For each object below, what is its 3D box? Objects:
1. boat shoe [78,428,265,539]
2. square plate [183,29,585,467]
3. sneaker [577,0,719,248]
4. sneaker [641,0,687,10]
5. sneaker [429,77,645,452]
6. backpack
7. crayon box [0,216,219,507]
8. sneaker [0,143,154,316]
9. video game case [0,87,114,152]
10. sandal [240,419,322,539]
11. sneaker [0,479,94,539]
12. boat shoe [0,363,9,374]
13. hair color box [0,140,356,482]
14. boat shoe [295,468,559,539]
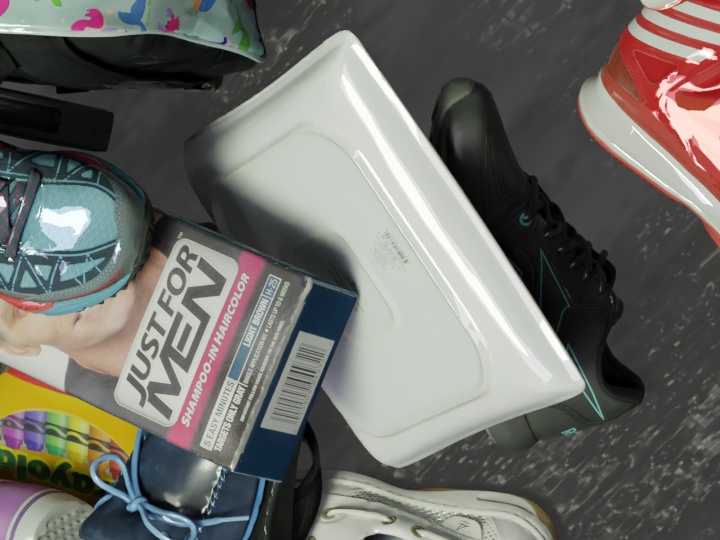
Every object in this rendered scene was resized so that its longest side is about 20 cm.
[{"bbox_3d":[-0.105,0.143,1.516,0.084,0.068,0.201,23,98,36],"label":"boat shoe"},{"bbox_3d":[0.000,0.000,1.448,0.201,0.028,0.198,56,151,-3],"label":"square plate"},{"bbox_3d":[0.202,-0.060,1.357,0.199,0.078,0.116,33,126,3],"label":"sneaker"},{"bbox_3d":[0.169,-0.150,1.317,0.199,0.070,0.094,24,110,17],"label":"sneaker"},{"bbox_3d":[0.083,-0.007,1.451,0.079,0.076,0.201,-7,122,16],"label":"sneaker"},{"bbox_3d":[-0.145,-0.151,1.392,0.177,0.200,0.152,3,97,24],"label":"backpack"},{"bbox_3d":[-0.144,0.058,1.591,0.126,0.051,0.201,15,122,16],"label":"crayon box"},{"bbox_3d":[-0.194,-0.029,1.405,0.199,0.095,0.080,11,89,21],"label":"sneaker"},{"bbox_3d":[-0.250,-0.094,1.471,0.199,0.180,0.026,12,91,27],"label":"video game case"},{"bbox_3d":[-0.053,0.127,1.554,0.075,0.048,0.202,1,84,40],"label":"sandal"},{"bbox_3d":[-0.159,0.168,1.627,0.114,0.073,0.201,12,150,38],"label":"sneaker"},{"bbox_3d":[-0.266,0.023,1.579,0.199,0.068,0.075,16,117,38],"label":"boat shoe"},{"bbox_3d":[-0.112,0.017,1.450,0.199,0.060,0.101,23,91,25],"label":"hair color box"},{"bbox_3d":[0.001,0.150,1.562,0.199,0.069,0.071,-3,118,27],"label":"boat shoe"}]
